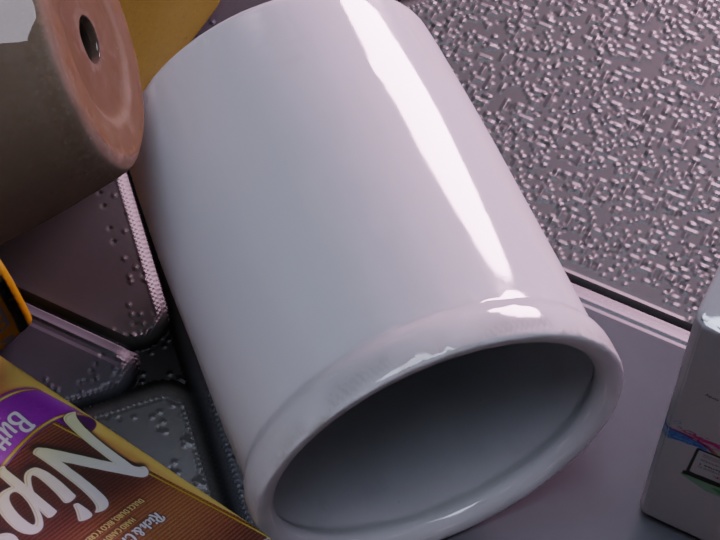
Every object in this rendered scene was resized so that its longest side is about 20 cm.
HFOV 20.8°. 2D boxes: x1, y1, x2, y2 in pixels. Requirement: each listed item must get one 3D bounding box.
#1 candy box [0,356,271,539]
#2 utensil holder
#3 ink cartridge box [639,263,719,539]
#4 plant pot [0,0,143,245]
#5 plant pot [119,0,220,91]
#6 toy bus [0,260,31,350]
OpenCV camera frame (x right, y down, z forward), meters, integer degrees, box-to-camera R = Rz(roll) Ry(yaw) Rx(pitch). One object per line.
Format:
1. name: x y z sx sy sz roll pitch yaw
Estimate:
1. candy box: -0.150 0.100 0.815 0.200 0.057 0.117 31 29 26
2. utensil holder: 0.000 0.000 0.872 0.170 0.170 0.200 -20 59 -7
3. ink cartridge box: 0.191 0.024 0.825 0.084 0.200 0.145 24 65 13
4. plant pot: -0.191 -0.074 0.814 0.174 0.200 0.201 -15 60 12
5. plant pot: -0.159 -0.192 0.966 0.200 0.200 0.176 33 36 20
6. toy bus: -0.250 -0.030 0.962 0.078 0.065 0.200 -40 66 -16
